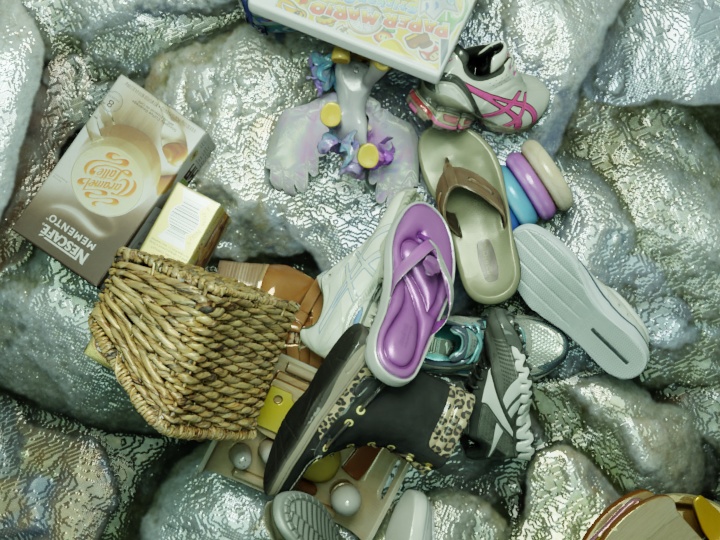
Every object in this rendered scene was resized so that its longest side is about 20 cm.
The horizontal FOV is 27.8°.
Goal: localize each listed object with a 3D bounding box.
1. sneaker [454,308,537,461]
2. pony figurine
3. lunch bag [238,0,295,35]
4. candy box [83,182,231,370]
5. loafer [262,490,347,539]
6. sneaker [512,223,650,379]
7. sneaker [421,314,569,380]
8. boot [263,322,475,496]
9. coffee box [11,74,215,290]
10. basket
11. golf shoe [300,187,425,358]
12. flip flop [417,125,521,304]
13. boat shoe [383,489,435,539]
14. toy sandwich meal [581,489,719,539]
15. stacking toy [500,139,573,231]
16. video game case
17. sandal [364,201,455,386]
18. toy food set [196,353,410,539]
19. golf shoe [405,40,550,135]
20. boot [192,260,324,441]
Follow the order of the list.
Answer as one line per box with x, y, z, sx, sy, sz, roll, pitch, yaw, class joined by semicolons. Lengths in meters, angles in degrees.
0.129;0.126;1.474;0.090;0.200;0.067;-11;40;-3;sneaker
-0.009;-0.157;1.508;0.166;0.200;0.193;8;100;-4;pony figurine
-0.032;-0.313;1.520;0.200;0.161;0.083;-11;84;-1;lunch bag
-0.208;0.014;1.513;0.055;0.115;0.200;29;85;4;candy box
-0.051;0.291;1.462;0.070;0.200;0.075;-17;46;19;loafer
0.227;0.030;1.529;0.073;0.071;0.200;-39;94;23;sneaker
0.120;0.083;1.517;0.200;0.086;0.078;0;85;1;sneaker
0.006;0.164;1.436;0.150;0.073;0.200;27;103;-18;boot
-0.259;-0.089;1.541;0.114;0.080;0.200;34;86;4;coffee box
-0.173;0.070;1.375;0.143;0.200;0.149;20;92;22;basket
0.000;0.000;1.486;0.097;0.078;0.200;16;75;28;golf shoe
0.110;-0.062;1.477;0.081;0.058;0.200;-17;74;13;flip flop
0.061;0.330;1.507;0.068;0.072;0.200;10;77;-20;boat shoe
0.328;0.319;1.500;0.205;0.070;0.205;0;84;1;toy sandwich meal
0.123;-0.051;1.540;0.200;0.085;0.085;-34;85;3;stacking toy
0.018;-0.293;1.413;0.200;0.023;0.182;22;69;7;video game case
0.060;0.020;1.404;0.082;0.050;0.203;28;58;-25;sandal
-0.048;0.181;1.492;0.200;0.060;0.144;25;96;-15;toy food set
0.140;-0.191;1.496;0.073;0.200;0.092;51;124;25;golf shoe
-0.092;0.094;1.533;0.155;0.077;0.200;12;77;-2;boot
